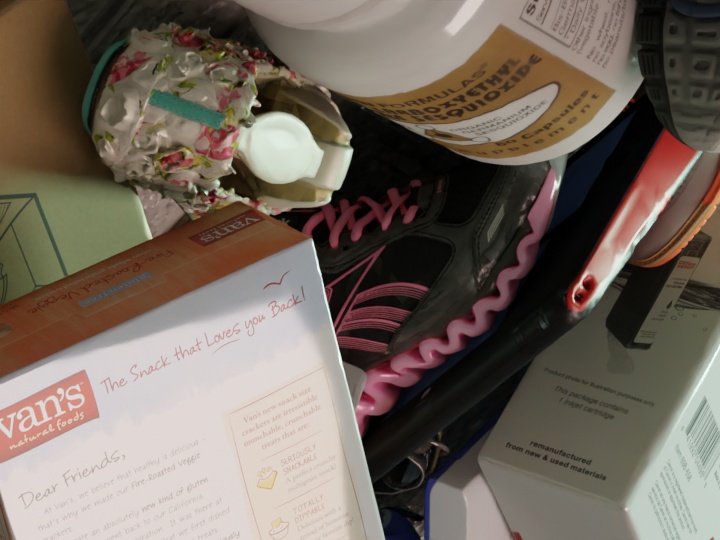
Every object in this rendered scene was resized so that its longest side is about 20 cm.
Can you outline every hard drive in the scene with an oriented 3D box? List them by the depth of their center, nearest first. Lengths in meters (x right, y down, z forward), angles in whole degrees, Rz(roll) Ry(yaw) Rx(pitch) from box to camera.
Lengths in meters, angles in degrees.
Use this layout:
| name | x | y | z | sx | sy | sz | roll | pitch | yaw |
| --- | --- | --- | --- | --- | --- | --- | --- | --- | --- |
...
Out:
| name | x | y | z | sx | sy | sz | roll | pitch | yaw |
| --- | --- | --- | --- | --- | --- | --- | --- | --- | --- |
| hard drive | 0.094 | 0.105 | 1.450 | 0.200 | 0.025 | 0.132 | -41 | 141 | -44 |

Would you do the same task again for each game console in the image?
| name | x | y | z | sx | sy | sz | roll | pitch | yaw |
| --- | --- | --- | --- | --- | --- | --- | --- | --- | --- |
| game console | 0.064 | 0.007 | 1.243 | 0.200 | 0.031 | 0.177 | -42 | -174 | 45 |

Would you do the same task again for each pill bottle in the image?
| name | x | y | z | sx | sy | sz | roll | pitch | yaw |
| --- | --- | --- | --- | --- | --- | --- | --- | --- | --- |
| pill bottle | 0.020 | -0.113 | 1.071 | 0.114 | 0.114 | 0.200 | -50 | 150 | 11 |

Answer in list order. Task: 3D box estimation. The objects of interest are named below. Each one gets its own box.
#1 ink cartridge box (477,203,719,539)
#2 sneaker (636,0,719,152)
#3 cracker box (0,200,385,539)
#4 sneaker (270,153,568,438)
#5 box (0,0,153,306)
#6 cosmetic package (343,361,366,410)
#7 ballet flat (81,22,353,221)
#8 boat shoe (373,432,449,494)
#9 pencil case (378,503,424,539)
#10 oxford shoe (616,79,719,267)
| name | x | y | z | sx | sy | sz | roll | pitch | yaw |
| --- | --- | --- | --- | --- | --- | --- | --- | --- | --- |
| ink cartridge box | 0.152 | 0.057 | 1.404 | 0.200 | 0.084 | 0.144 | -57 | 147 | -23 |
| sneaker | 0.170 | -0.131 | 1.117 | 0.087 | 0.075 | 0.200 | 36 | 74 | -51 |
| cracker box | -0.064 | 0.093 | 1.037 | 0.134 | 0.058 | 0.200 | -24 | 118 | -23 |
| sneaker | 0.000 | 0.000 | 1.202 | 0.200 | 0.095 | 0.079 | -44 | -168 | 28 |
| box | -0.151 | 0.017 | 1.007 | 0.200 | 0.021 | 0.164 | -40 | 125 | -34 |
| cosmetic package | -0.071 | 0.125 | 1.203 | 0.101 | 0.071 | 0.200 | -73 | -172 | -51 |
| ballet flat | -0.040 | -0.046 | 1.080 | 0.200 | 0.064 | 0.076 | -1 | 110 | -73 |
| boat shoe | 0.004 | 0.076 | 1.343 | 0.200 | 0.066 | 0.070 | -25 | 146 | -31 |
| pencil case | -0.044 | 0.170 | 1.387 | 0.200 | 0.078 | 0.087 | -14 | 175 | -43 |
| oxford shoe | 0.129 | -0.086 | 1.304 | 0.073 | 0.071 | 0.200 | -11 | 129 | -32 |
